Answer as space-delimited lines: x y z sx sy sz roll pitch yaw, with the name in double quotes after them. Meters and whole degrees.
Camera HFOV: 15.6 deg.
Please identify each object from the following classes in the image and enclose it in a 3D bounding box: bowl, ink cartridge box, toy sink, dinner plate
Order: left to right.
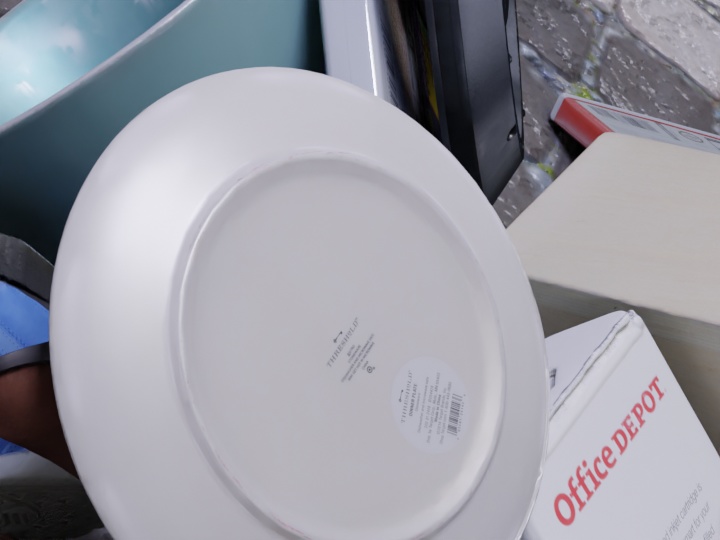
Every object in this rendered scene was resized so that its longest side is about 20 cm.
-0.078 -0.060 1.018 0.105 0.200 0.201 55 33 -18 "bowl"
-0.010 0.028 0.862 0.200 0.024 0.201 10 73 -35 "dinner plate"
0.098 0.138 1.013 0.200 0.085 0.146 61 34 -11 "ink cartridge box"
0.164 0.035 1.115 0.199 0.112 0.130 14 36 27 "toy sink"

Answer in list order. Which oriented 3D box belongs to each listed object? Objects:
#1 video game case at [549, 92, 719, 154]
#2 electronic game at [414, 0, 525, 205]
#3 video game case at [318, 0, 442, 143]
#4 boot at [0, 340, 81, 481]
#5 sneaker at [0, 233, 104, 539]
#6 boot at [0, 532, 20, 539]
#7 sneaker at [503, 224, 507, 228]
0.199 -0.026 1.301 0.143 0.017 0.200 12 21 -36 "video game case"
0.037 -0.123 1.010 0.041 0.200 0.200 -5 44 6 "electronic game"
0.013 -0.083 1.027 0.182 0.023 0.201 57 24 -63 "video game case"
-0.052 0.130 0.858 0.188 0.068 0.201 27 55 -47 "boot"
-0.168 0.032 0.910 0.200 0.077 0.112 7 55 -44 "sneaker"
-0.048 0.117 0.955 0.187 0.064 0.200 52 38 -12 "boot"
0.000 0.000 1.120 0.091 0.066 0.200 50 33 12 "sneaker"
